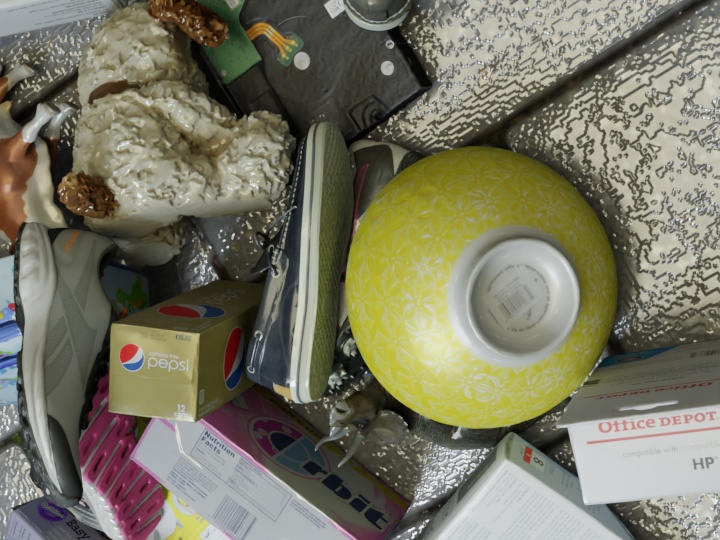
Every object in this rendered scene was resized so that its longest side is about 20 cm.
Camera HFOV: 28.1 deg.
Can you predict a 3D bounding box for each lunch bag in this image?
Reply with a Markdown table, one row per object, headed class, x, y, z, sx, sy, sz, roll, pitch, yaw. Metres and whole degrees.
| class | x | y | z | sx | sy | sz | roll | pitch | yaw |
| --- | --- | --- | --- | --- | --- | --- | --- | --- | --- |
| lunch bag | -0.276 | 0.049 | 1.125 | 0.199 | 0.160 | 0.083 | -17 | 71 | 26 |

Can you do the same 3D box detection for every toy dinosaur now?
| class | x | y | z | sx | sy | sz | roll | pitch | yaw |
| --- | --- | --- | --- | --- | --- | --- | --- | --- | --- |
| toy dinosaur | 0.068 | 0.094 | 1.073 | 0.198 | 0.077 | 0.103 | 9 | 106 | -15 |

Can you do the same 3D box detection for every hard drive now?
| class | x | y | z | sx | sy | sz | roll | pitch | yaw |
| --- | --- | --- | --- | --- | --- | --- | --- | --- | --- |
| hard drive | -0.054 | -0.184 | 1.086 | 0.139 | 0.038 | 0.201 | -34 | 87 | 21 |

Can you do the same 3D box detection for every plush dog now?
| class | x | y | z | sx | sy | sz | roll | pitch | yaw |
| --- | --- | --- | --- | --- | --- | --- | --- | --- | --- |
| plush dog | -0.165 | -0.115 | 1.070 | 0.199 | 0.160 | 0.173 | -25 | 66 | 40 |

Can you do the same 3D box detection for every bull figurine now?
| class | x | y | z | sx | sy | sz | roll | pitch | yaw |
| --- | --- | --- | --- | --- | --- | --- | --- | --- | --- |
| bull figurine | -0.281 | -0.096 | 1.147 | 0.200 | 0.065 | 0.122 | 40 | 105 | 29 |

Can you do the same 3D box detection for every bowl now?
| class | x | y | z | sx | sy | sz | roll | pitch | yaw |
| --- | --- | --- | --- | --- | --- | --- | --- | --- | --- |
| bowl | 0.094 | 0.015 | 0.980 | 0.198 | 0.108 | 0.202 | -1 | 94 | -11 |

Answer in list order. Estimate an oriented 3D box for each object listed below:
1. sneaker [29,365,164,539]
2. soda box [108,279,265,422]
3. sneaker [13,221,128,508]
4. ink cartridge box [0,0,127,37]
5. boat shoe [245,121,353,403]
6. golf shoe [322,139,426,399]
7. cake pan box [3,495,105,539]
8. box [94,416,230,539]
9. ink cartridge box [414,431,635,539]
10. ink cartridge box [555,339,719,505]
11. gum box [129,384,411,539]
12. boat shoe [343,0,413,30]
| class | x | y | z | sx | sy | sz | roll | pitch | yaw |
| --- | --- | --- | --- | --- | --- | --- | --- | --- | --- |
| sneaker | -0.218 | 0.132 | 1.094 | 0.087 | 0.074 | 0.201 | 12 | 139 | 26 |
| soda box | -0.112 | 0.054 | 1.055 | 0.067 | 0.200 | 0.065 | 6 | 100 | 15 |
| sneaker | -0.197 | 0.061 | 0.983 | 0.079 | 0.074 | 0.202 | 0 | 70 | -14 |
| ink cartridge box | -0.274 | -0.274 | 1.144 | 0.198 | 0.044 | 0.175 | -8 | 66 | 20 |
| boat shoe | -0.047 | -0.007 | 1.029 | 0.062 | 0.075 | 0.202 | 8 | 94 | 20 |
| golf shoe | 0.000 | 0.000 | 1.086 | 0.088 | 0.077 | 0.201 | 31 | 103 | 30 |
| cake pan box | -0.231 | 0.314 | 1.176 | 0.184 | 0.052 | 0.201 | 36 | 122 | 27 |
| box | -0.169 | 0.188 | 1.179 | 0.200 | 0.048 | 0.117 | 45 | 110 | 6 |
| ink cartridge box | 0.143 | 0.237 | 1.078 | 0.199 | 0.050 | 0.163 | 34 | 114 | -8 |
| ink cartridge box | 0.205 | 0.101 | 0.949 | 0.115 | 0.200 | 0.067 | -10 | 96 | 21 |
| gum box | -0.071 | 0.158 | 1.102 | 0.199 | 0.113 | 0.066 | 37 | 108 | 11 |
| boat shoe | 0.019 | -0.276 | 1.017 | 0.071 | 0.060 | 0.204 | 4 | 88 | 3 |
